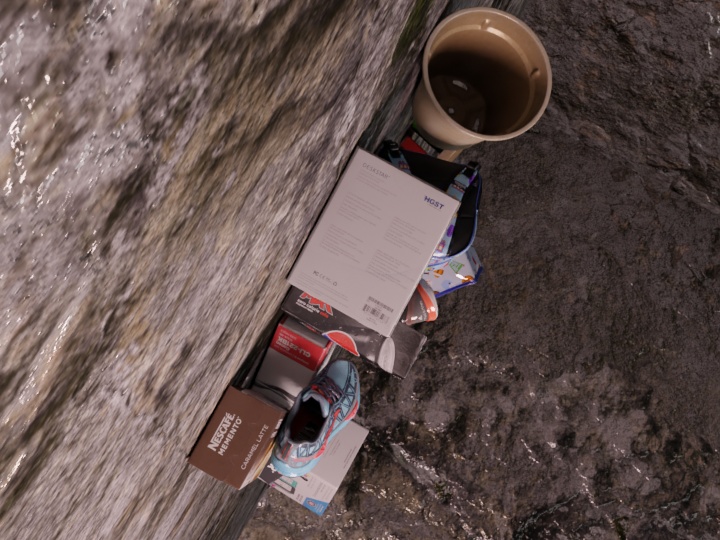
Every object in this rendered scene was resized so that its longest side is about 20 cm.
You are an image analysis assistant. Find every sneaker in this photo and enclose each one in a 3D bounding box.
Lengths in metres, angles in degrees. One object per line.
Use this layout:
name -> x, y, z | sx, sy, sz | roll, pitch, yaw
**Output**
sneaker -> -0.051, 0.192, 1.156 | 0.096, 0.079, 0.200 | 104, 13, -49
sneaker -> 0.046, 0.017, 1.323 | 0.082, 0.200, 0.077 | -23, 130, -14

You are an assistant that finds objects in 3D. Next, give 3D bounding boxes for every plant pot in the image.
plant pot -> 0.165, -0.274, 1.285 | 0.201, 0.200, 0.183 | -61, -173, -13

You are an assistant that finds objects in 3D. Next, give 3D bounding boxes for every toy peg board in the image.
toy peg board -> 0.101, -0.205, 1.599 | 0.199, 0.098, 0.200 | -47, 178, 8

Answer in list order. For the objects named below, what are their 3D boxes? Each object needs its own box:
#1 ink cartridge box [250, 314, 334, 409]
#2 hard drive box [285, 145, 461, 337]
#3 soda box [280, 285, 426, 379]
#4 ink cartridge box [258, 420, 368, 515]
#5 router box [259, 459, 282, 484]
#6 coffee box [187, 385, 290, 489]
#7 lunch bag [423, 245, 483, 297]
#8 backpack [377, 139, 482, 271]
ink cartridge box -> -0.099, 0.141, 1.295 | 0.201, 0.083, 0.144 | -66, 175, 31
hard drive box -> 0.018, -0.036, 1.094 | 0.201, 0.155, 0.077 | -61, 176, 1
soda box -> -0.010, 0.076, 1.164 | 0.071, 0.199, 0.063 | -61, 175, -9
ink cartridge box -> -0.116, 0.350, 1.635 | 0.146, 0.199, 0.147 | -56, 173, -39
router box -> -0.097, 0.264, 1.422 | 0.200, 0.051, 0.149 | -43, -167, 40
coffee box -> -0.159, 0.226, 1.143 | 0.115, 0.079, 0.200 | -62, 176, -9
lunch bag -> 0.115, -0.026, 1.636 | 0.199, 0.171, 0.124 | -20, -172, 22
backpack -> 0.090, -0.078, 1.273 | 0.135, 0.181, 0.201 | 107, -5, -52
